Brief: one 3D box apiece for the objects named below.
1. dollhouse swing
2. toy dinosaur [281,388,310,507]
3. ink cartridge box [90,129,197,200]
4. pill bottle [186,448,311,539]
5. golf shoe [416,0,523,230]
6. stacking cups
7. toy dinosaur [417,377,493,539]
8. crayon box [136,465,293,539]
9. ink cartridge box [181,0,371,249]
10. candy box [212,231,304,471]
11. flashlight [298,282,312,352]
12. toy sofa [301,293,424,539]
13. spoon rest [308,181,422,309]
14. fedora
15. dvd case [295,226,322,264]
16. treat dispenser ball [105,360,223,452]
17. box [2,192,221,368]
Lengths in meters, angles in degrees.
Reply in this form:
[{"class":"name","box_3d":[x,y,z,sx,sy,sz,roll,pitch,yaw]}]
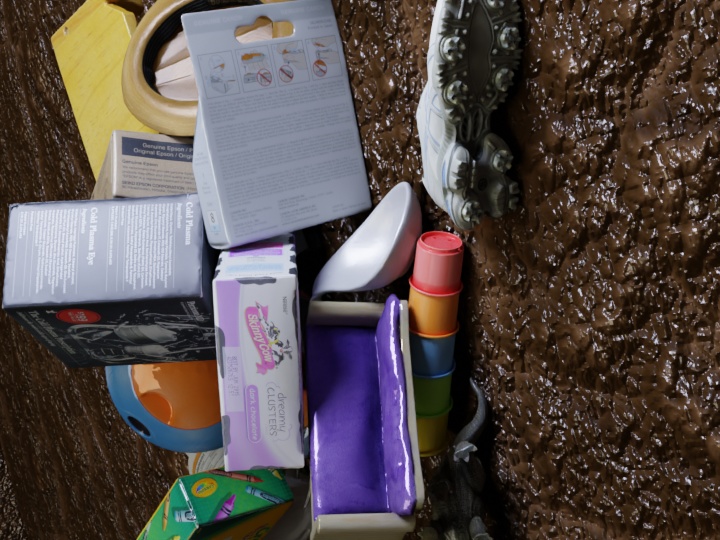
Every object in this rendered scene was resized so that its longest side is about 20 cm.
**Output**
[{"class":"dollhouse swing","box_3d":[-0.225,-0.192,1.180,0.181,0.175,0.202,-25,82,43]},{"class":"toy dinosaur","box_3d":[-0.038,0.165,1.034,0.201,0.105,0.182,52,160,7]},{"class":"ink cartridge box","box_3d":[-0.189,-0.061,1.073,0.200,0.163,0.076,137,132,-59]},{"class":"pill bottle","box_3d":[-0.140,0.244,1.263,0.200,0.110,0.112,38,134,44]},{"class":"golf shoe","box_3d":[0.068,-0.136,0.797,0.097,0.078,0.202,35,131,54]},{"class":"stacking cups","box_3d":[0.060,0.067,0.913,0.060,0.060,0.202,37,133,44]},{"class":"toy dinosaur","box_3d":[0.086,0.200,0.914,0.102,0.076,0.202,66,-164,-77]},{"class":"crayon box","box_3d":[-0.167,0.282,1.116,0.059,0.118,0.201,60,136,26]},{"class":"ink cartridge box","box_3d":[-0.081,-0.135,0.948,0.047,0.159,0.202,-1,103,56]},{"class":"candy box","box_3d":[-0.090,0.062,0.945,0.200,0.071,0.170,-109,17,-76]},{"class":"flashlight","box_3d":[-0.036,0.079,1.065,0.200,0.067,0.069,38,139,46]},{"class":"toy sofa","box_3d":[-0.002,0.122,0.878,0.098,0.082,0.202,109,159,-61]},{"class":"spoon rest","box_3d":[0.000,0.000,0.951,0.201,0.060,0.100,121,164,-45]},{"class":"fedora","box_3d":[-0.137,-0.203,1.035,0.201,0.200,0.082,54,-179,28]},{"class":"dvd case","box_3d":[-0.113,-0.062,1.168,0.200,0.017,0.144,-30,78,58]},{"class":"treat dispenser ball","box_3d":[-0.190,0.106,1.194,0.200,0.199,0.203,31,129,48]},{"class":"box","box_3d":[-0.223,0.016,1.014,0.200,0.180,0.105,82,-176,-69]}]
